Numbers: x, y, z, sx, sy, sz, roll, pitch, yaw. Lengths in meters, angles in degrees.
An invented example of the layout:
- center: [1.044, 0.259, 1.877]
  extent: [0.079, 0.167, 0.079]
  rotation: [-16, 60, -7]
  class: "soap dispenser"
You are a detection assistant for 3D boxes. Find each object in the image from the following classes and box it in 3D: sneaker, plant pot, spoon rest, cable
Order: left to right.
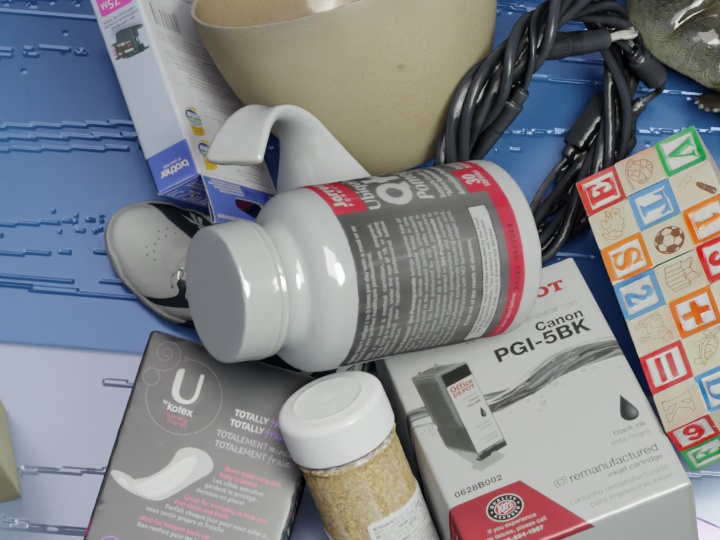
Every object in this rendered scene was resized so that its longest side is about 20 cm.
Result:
- center: [-0.080, 0.008, 1.739]
  extent: [0.199, 0.130, 0.080]
  rotation: [40, 78, 9]
  class: "sneaker"
- center: [-0.027, -0.051, 1.724]
  extent: [0.099, 0.200, 0.061]
  rotation: [3, 67, 29]
  class: "spoon rest"
- center: [0.006, -0.139, 1.765]
  extent: [0.199, 0.200, 0.135]
  rotation: [-22, 112, -6]
  class: "plant pot"
- center: [0.117, -0.089, 1.756]
  extent: [0.200, 0.163, 0.051]
  rotation: [-47, 52, -11]
  class: "cable"

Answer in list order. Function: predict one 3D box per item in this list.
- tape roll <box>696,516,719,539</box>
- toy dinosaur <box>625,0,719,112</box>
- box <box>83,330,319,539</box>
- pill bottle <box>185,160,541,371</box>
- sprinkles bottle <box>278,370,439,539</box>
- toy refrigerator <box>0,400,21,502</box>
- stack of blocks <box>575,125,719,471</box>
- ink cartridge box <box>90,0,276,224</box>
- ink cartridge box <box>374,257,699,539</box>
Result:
- center: [0.177, 0.253, 1.711]
  extent: [0.199, 0.066, 0.202]
  rotation: [0, 76, 0]
  class: "tape roll"
- center: [0.228, -0.165, 1.815]
  extent: [0.102, 0.077, 0.200]
  rotation: [-42, 82, -17]
  class: "toy dinosaur"
- center: [-0.104, 0.157, 1.712]
  extent: [0.121, 0.106, 0.201]
  rotation: [17, 75, 2]
  class: "box"
- center: [0.000, 0.000, 1.638]
  extent: [0.199, 0.111, 0.111]
  rotation: [-10, 74, -29]
  class: "pill bottle"
- center: [0.013, 0.161, 1.677]
  extent: [0.068, 0.068, 0.201]
  rotation: [-24, 116, -7]
  class: "sprinkles bottle"
- center: [-0.262, 0.098, 1.678]
  extent: [0.075, 0.200, 0.070]
  rotation: [-12, 76, -3]
  class: "toy refrigerator"
- center: [0.221, 0.010, 1.699]
  extent: [0.115, 0.059, 0.201]
  rotation: [-25, 53, 11]
  class: "stack of blocks"
- center: [-0.114, -0.109, 1.774]
  extent: [0.042, 0.119, 0.201]
  rotation: [-27, 75, 19]
  class: "ink cartridge box"
- center: [0.106, 0.106, 1.697]
  extent: [0.146, 0.083, 0.201]
  rotation: [-20, 50, -6]
  class: "ink cartridge box"
